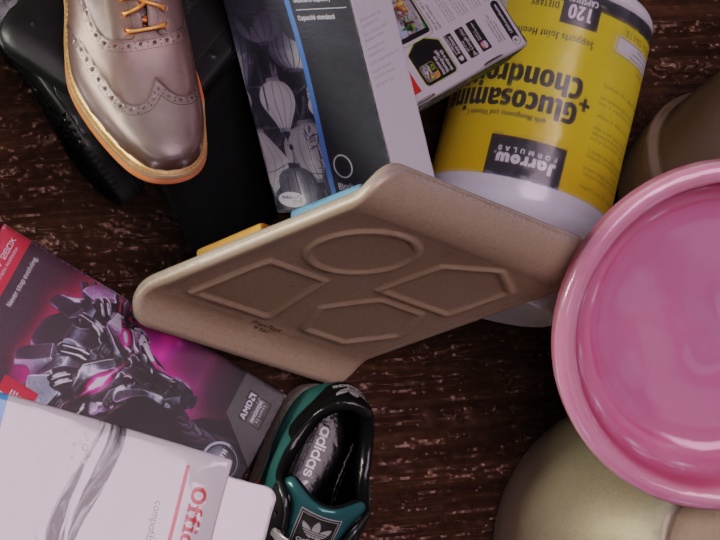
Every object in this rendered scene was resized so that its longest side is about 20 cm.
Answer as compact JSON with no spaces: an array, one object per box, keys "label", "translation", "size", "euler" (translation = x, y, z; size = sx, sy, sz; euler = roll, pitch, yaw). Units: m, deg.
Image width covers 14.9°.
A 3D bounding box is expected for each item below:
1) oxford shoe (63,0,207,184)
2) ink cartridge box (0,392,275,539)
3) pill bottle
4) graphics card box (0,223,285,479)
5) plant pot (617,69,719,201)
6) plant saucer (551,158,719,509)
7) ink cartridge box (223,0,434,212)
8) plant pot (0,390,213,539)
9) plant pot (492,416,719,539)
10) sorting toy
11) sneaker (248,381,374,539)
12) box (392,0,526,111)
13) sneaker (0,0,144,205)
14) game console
[{"label":"oxford shoe","translation":[-0.129,-0.142,1.505],"size":[0.071,0.073,0.200],"euler":[-14,67,-19]},{"label":"ink cartridge box","translation":[-0.140,0.136,1.395],"size":[0.199,0.068,0.116],"euler":[17,78,-14]},{"label":"pill bottle","translation":[0.103,-0.073,1.660],"size":[0.112,0.112,0.201],"euler":[17,77,-14]},{"label":"graphics card box","translation":[-0.158,0.078,1.588],"size":[0.200,0.051,0.126],"euler":[33,68,-11]},{"label":"plant pot","translation":[0.279,-0.073,1.641],"size":[0.199,0.174,0.200],"euler":[18,40,-16]},{"label":"plant saucer","translation":[0.203,0.033,1.556],"size":[0.200,0.051,0.201],"euler":[-2,103,-8]},{"label":"ink cartridge box","translation":[-0.025,-0.130,1.527],"size":[0.039,0.099,0.201],"euler":[-29,111,-43]},{"label":"plant pot","translation":[-0.228,0.179,1.490],"size":[0.200,0.176,0.200],"euler":[34,74,-9]},{"label":"plant pot","translation":[0.194,0.169,1.643],"size":[0.200,0.134,0.201],"euler":[2,81,-16]},{"label":"sorting toy","translation":[0.000,0.000,1.551],"size":[0.185,0.200,0.037],"euler":[20,54,-45]},{"label":"sneaker","translation":[-0.041,0.159,1.599],"size":[0.071,0.080,0.201],"euler":[17,81,-14]},{"label":"box","translation":[-0.002,-0.187,1.585],"size":[0.110,0.035,0.200],"euler":[-30,87,-29]},{"label":"sneaker","translation":[-0.159,-0.146,1.618],"size":[0.104,0.060,0.200],"euler":[-35,91,-16]},{"label":"game console","translation":[-0.093,-0.131,1.616],"size":[0.176,0.116,0.200],"euler":[33,61,6]}]
